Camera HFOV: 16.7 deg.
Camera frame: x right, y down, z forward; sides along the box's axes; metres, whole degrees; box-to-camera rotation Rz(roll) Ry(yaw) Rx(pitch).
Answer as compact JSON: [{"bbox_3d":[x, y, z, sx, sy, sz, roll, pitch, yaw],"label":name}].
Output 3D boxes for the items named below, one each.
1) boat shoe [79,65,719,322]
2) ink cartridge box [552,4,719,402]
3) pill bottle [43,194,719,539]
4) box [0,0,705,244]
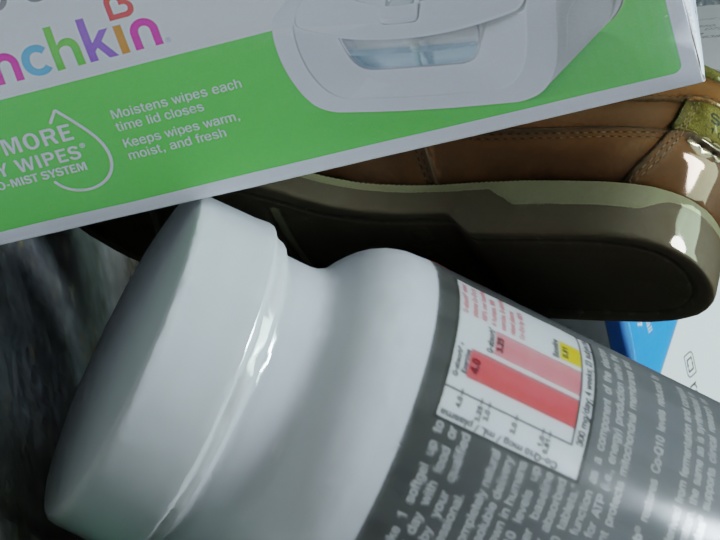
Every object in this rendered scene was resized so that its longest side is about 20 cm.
[{"bbox_3d":[0.010,-0.031,0.695,0.072,0.199,0.068,68,33,-60],"label":"boat shoe"},{"bbox_3d":[0.099,0.006,0.818,0.200,0.084,0.147,-37,117,-51],"label":"ink cartridge box"},{"bbox_3d":[0.025,0.064,0.659,0.116,0.199,0.116,-59,-167,23],"label":"pill bottle"},{"bbox_3d":[-0.016,-0.109,0.664,0.177,0.199,0.097,-86,161,-57],"label":"box"}]
